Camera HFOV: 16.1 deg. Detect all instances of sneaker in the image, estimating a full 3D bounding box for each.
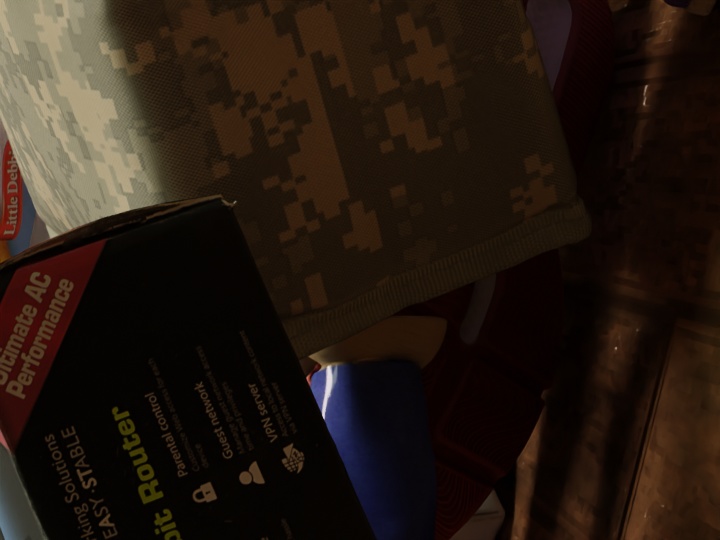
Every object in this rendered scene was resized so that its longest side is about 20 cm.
[{"bbox_3d":[0.000,0.000,0.745,0.116,0.078,0.200,-8,52,53],"label":"sneaker"}]

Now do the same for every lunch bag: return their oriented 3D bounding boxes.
[{"bbox_3d":[-0.045,-0.081,0.626,0.200,0.118,0.164,29,140,64],"label":"lunch bag"}]

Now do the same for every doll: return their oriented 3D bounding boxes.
[{"bbox_3d":[-0.003,0.113,0.619,0.136,0.048,0.200,-8,83,39],"label":"doll"}]

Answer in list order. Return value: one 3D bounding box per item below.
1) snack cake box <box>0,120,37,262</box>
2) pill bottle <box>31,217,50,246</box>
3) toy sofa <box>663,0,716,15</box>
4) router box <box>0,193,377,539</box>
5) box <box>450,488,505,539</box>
[{"bbox_3d":[-0.179,0.022,0.878,0.115,0.067,0.200,27,112,40],"label":"snack cake box"},{"bbox_3d":[-0.065,-0.011,0.953,0.114,0.200,0.114,-167,90,-84],"label":"pill bottle"},{"bbox_3d":[0.060,-0.149,0.680,0.200,0.083,0.098,-89,15,-65],"label":"toy sofa"},{"bbox_3d":[-0.034,0.102,0.528,0.200,0.062,0.150,66,158,10],"label":"router box"},{"bbox_3d":[-0.065,0.105,0.800,0.200,0.152,0.106,110,146,-43],"label":"box"}]
